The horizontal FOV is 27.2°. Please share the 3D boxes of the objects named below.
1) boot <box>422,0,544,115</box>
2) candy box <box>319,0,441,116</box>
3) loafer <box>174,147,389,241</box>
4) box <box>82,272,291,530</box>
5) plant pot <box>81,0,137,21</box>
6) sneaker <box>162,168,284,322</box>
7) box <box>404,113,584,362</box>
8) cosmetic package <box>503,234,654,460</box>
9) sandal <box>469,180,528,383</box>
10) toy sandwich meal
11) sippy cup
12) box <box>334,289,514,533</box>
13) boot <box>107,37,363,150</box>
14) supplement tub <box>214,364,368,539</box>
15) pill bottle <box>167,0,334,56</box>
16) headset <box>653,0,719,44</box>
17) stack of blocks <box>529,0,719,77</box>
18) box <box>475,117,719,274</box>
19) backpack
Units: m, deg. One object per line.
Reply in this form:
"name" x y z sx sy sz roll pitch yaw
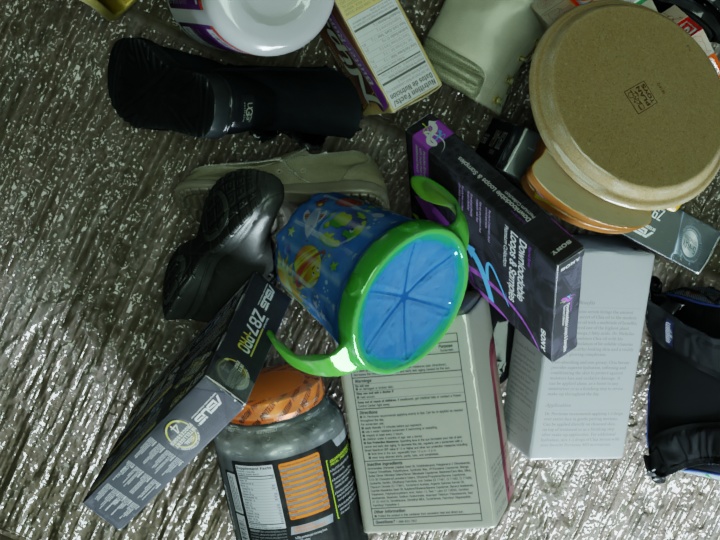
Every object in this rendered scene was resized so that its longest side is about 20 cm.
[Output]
"boot" 0.160 -0.212 1.361 0.199 0.072 0.155 22 98 -8
"candy box" -0.009 -0.236 1.316 0.056 0.117 0.201 -29 100 -9
"loafer" -0.069 -0.072 1.363 0.199 0.068 0.076 2 136 8
"box" -0.150 0.113 1.299 0.049 0.161 0.200 39 121 -9
"plant pot" -0.223 -0.358 1.252 0.194 0.196 0.200 -43 90 2
"sneaker" -0.107 -0.019 1.335 0.090 0.076 0.200 15 141 -23
"box" 0.115 -0.028 1.300 0.036 0.143 0.200 -34 57 -19
"cosmetic package" 0.200 0.071 1.387 0.101 0.071 0.201 2 104 -20
"sandal" 0.132 0.013 1.405 0.076 0.043 0.201 2 98 -5
"toy sandwich meal" 0.216 -0.125 1.238 0.204 0.070 0.206 6 72 -18
"sippy cup" 0.000 0.000 1.263 0.177 0.130 0.140 -19 127 -40
"box" 0.061 0.128 1.366 0.127 0.109 0.201 -5 100 17
"boot" -0.112 -0.157 1.333 0.168 0.200 0.077 -2 107 -40
"supplement tub" -0.064 0.195 1.365 0.122 0.123 0.201 -11 106 -3
"pill bottle" -0.100 -0.241 1.261 0.112 0.200 0.113 -4 102 -19
"headset" 0.337 -0.251 1.382 0.123 0.094 0.201 -27 85 -1
"stack of blocks" 0.250 -0.183 1.325 0.115 0.059 0.200 -34 124 5
"box" 0.209 -0.070 1.341 0.199 0.160 0.044 27 96 -9
"backpack" 0.357 0.109 1.366 0.153 0.190 0.201 -8 100 -21
